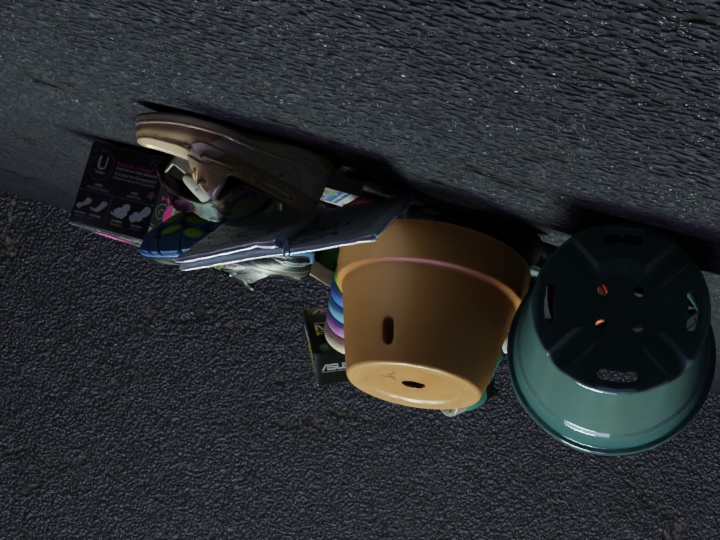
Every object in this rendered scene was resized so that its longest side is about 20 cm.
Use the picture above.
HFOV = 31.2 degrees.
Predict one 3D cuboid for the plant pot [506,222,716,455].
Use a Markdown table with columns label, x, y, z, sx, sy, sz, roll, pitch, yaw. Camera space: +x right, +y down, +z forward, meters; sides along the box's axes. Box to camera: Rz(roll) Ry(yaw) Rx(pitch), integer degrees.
| label | x | y | z | sx | sy | sz | roll | pitch | yaw |
| --- | --- | --- | --- | --- | --- | --- | --- | --- | --- |
| plant pot | 0.230 | 0.054 | 1.157 | 0.200 | 0.201 | 0.196 | 16 | 167 | 12 |

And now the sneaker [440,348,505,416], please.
| label | x | y | z | sx | sy | sz | roll | pitch | yaw |
| --- | --- | --- | --- | --- | --- | --- | --- | --- | --- |
| sneaker | 0.126 | 0.069 | 1.492 | 0.080 | 0.200 | 0.071 | -16 | -151 | -29 |

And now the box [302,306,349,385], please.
| label | x | y | z | sx | sy | sz | roll | pitch | yaw |
| --- | --- | --- | --- | --- | --- | --- | --- | --- | --- |
| box | 0.033 | 0.082 | 1.606 | 0.199 | 0.044 | 0.160 | -7 | -161 | -5 |

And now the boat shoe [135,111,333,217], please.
| label | x | y | z | sx | sy | sz | roll | pitch | yaw |
| --- | --- | --- | --- | --- | --- | --- | --- | --- | --- |
| boat shoe | -0.129 | -0.100 | 1.230 | 0.200 | 0.069 | 0.074 | 15 | 175 | 12 |

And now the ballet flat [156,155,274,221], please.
| label | x | y | z | sx | sy | sz | roll | pitch | yaw |
| --- | --- | --- | --- | --- | --- | --- | --- | --- | --- |
| ballet flat | -0.161 | -0.092 | 1.330 | 0.071 | 0.069 | 0.200 | 41 | 164 | -29 |

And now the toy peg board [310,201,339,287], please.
| label | x | y | z | sx | sy | sz | roll | pitch | yaw |
| --- | --- | --- | --- | --- | --- | --- | --- | --- | --- |
| toy peg board | -0.072 | -0.056 | 1.642 | 0.199 | 0.098 | 0.200 | 32 | 178 | 10 |

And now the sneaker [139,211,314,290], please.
| label | x | y | z | sx | sy | sz | roll | pitch | yaw |
| --- | --- | --- | --- | --- | --- | --- | --- | --- | --- |
| sneaker | -0.145 | -0.015 | 1.385 | 0.199 | 0.071 | 0.083 | 3 | 133 | 14 |

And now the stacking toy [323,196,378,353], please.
| label | x | y | z | sx | sy | sz | roll | pitch | yaw |
| --- | --- | --- | --- | --- | --- | --- | --- | --- | --- |
| stacking toy | 0.000 | 0.000 | 1.472 | 0.085 | 0.200 | 0.085 | 1 | -141 | -1 |

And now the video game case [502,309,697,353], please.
| label | x | y | z | sx | sy | sz | roll | pitch | yaw |
| --- | --- | --- | --- | --- | --- | --- | --- | --- | --- |
| video game case | 0.288 | 0.071 | 1.516 | 0.200 | 0.023 | 0.182 | -5 | -177 | 24 |

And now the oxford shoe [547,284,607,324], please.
| label | x | y | z | sx | sy | sz | roll | pitch | yaw |
| --- | --- | --- | --- | --- | --- | --- | --- | --- | --- |
| oxford shoe | 0.274 | 0.027 | 1.491 | 0.072 | 0.071 | 0.200 | -4 | -178 | -7 |

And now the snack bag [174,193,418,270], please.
| label | x | y | z | sx | sy | sz | roll | pitch | yaw |
| --- | --- | --- | --- | --- | --- | --- | --- | --- | --- |
| snack bag | -0.057 | -0.041 | 1.237 | 0.199 | 0.021 | 0.189 | -8 | -168 | 15 |

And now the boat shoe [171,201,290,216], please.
| label | x | y | z | sx | sy | sz | roll | pitch | yaw |
| --- | --- | --- | --- | --- | --- | --- | --- | --- | --- |
| boat shoe | -0.138 | -0.068 | 1.465 | 0.068 | 0.072 | 0.200 | -2 | 176 | -39 |

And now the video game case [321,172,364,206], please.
| label | x | y | z | sx | sy | sz | roll | pitch | yaw |
| --- | --- | --- | --- | --- | --- | --- | --- | --- | --- |
| video game case | -0.102 | -0.110 | 1.366 | 0.200 | 0.018 | 0.143 | 17 | 176 | -8 |

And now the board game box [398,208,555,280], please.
| label | x | y | z | sx | sy | sz | roll | pitch | yaw |
| --- | --- | --- | --- | --- | --- | --- | --- | --- | --- |
| board game box | 0.144 | -0.026 | 1.433 | 0.200 | 0.028 | 0.135 | 17 | 176 | -21 |

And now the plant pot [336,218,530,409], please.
| label | x | y | z | sx | sy | sz | roll | pitch | yaw |
| --- | --- | --- | --- | --- | --- | --- | --- | --- | --- |
| plant pot | 0.065 | 0.054 | 1.304 | 0.200 | 0.140 | 0.200 | 10 | 158 | 4 |

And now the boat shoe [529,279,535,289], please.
| label | x | y | z | sx | sy | sz | roll | pitch | yaw |
| --- | --- | --- | --- | --- | --- | --- | --- | --- | --- |
| boat shoe | 0.134 | 0.002 | 1.531 | 0.200 | 0.071 | 0.070 | -1 | -162 | -22 |

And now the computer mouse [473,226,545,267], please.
| label | x | y | z | sx | sy | sz | roll | pitch | yaw |
| --- | --- | --- | --- | --- | --- | --- | --- | --- | --- |
| computer mouse | 0.096 | -0.011 | 1.347 | 0.200 | 0.034 | 0.059 | -8 | 150 | 26 |

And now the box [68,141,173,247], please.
| label | x | y | z | sx | sy | sz | roll | pitch | yaw |
| --- | --- | --- | --- | --- | --- | --- | --- | --- | --- |
| box | -0.262 | -0.084 | 1.700 | 0.132 | 0.115 | 0.200 | 13 | 176 | 26 |
